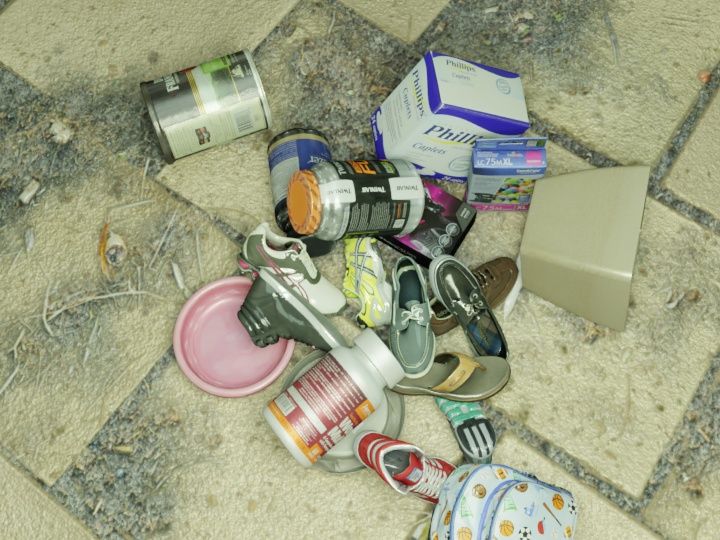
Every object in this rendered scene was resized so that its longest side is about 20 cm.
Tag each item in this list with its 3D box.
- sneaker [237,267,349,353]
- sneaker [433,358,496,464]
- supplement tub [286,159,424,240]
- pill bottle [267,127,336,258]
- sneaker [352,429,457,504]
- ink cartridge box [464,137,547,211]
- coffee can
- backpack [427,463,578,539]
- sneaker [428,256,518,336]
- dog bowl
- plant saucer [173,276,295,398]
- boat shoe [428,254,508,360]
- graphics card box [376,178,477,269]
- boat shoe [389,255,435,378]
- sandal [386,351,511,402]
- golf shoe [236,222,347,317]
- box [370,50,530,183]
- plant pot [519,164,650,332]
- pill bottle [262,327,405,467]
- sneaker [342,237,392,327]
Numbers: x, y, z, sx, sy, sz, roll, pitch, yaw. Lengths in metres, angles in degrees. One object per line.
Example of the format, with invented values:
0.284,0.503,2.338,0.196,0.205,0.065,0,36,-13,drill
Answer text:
-0.107,0.097,1.384,0.199,0.071,0.100,41,95,6,sneaker
0.155,0.225,1.379,0.073,0.088,0.201,-12,42,-3,sneaker
-0.009,-0.112,1.407,0.197,0.123,0.124,-6,63,-29,supplement tub
-0.095,-0.129,1.511,0.110,0.112,0.203,-9,66,-3,pill bottle
0.090,0.295,1.285,0.198,0.112,0.072,27,82,-17,sneaker
0.237,-0.154,1.465,0.117,0.201,0.043,0,66,2,ink cartridge box
-0.269,-0.288,1.566,0.197,0.147,0.148,-20,67,-8,coffee can
0.198,0.363,1.247,0.188,0.154,0.203,22,66,-9,backpack
0.182,0.037,1.450,0.199,0.076,0.071,-36,70,-13,sneaker
-0.028,0.220,1.383,0.196,0.059,0.203,-1,67,1,dog bowl
-0.200,0.111,1.440,0.197,0.051,0.204,0,65,1,plant saucer
0.175,0.062,1.389,0.068,0.057,0.201,-36,110,-9,boat shoe
0.085,-0.094,1.525,0.198,0.051,0.126,31,70,13,graphics card box
0.074,0.067,1.367,0.072,0.062,0.202,-8,53,12,boat shoe
0.131,0.150,1.352,0.196,0.055,0.082,5,46,3,sandal
-0.102,0.004,1.433,0.198,0.089,0.078,30,35,-5,golf shoe
0.145,-0.246,1.477,0.181,0.200,0.107,6,63,-29,box
0.355,-0.044,1.429,0.174,0.200,0.203,9,66,18,plant pot
-0.037,0.182,1.299,0.199,0.110,0.110,-39,70,-8,pill bottle
0.000,0.000,1.472,0.075,0.076,0.202,-18,66,-8,sneaker
